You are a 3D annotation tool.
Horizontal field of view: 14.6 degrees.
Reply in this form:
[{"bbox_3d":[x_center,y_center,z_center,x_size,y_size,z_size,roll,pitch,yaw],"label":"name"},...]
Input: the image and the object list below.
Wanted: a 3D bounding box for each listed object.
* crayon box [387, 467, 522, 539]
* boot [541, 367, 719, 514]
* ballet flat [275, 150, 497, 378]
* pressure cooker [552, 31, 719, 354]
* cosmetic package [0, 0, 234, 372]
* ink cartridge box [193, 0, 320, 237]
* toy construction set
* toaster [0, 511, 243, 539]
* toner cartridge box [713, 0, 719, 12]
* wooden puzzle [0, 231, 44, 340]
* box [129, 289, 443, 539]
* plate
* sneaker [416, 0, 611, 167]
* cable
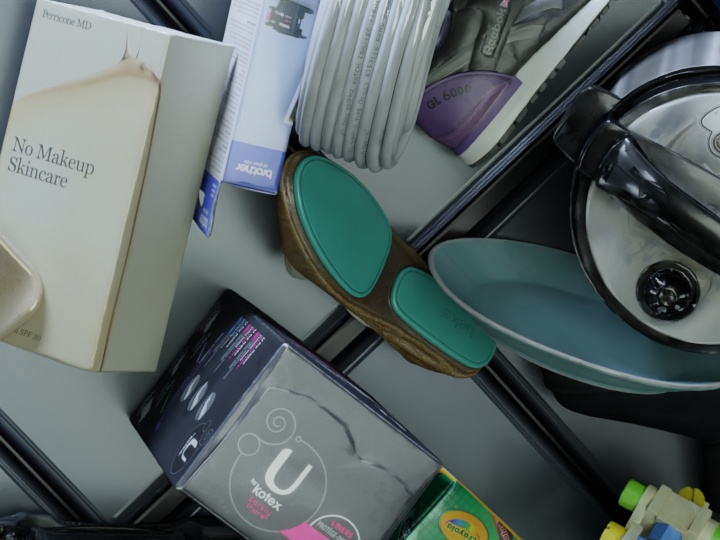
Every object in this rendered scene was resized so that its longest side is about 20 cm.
[{"bbox_3d":[0.054,0.163,1.678,0.119,0.200,0.058,44,87,-14],"label":"crayon box"},{"bbox_3d":[0.221,0.118,1.770,0.199,0.076,0.169,-8,108,0],"label":"boot"},{"bbox_3d":[0.000,0.000,1.695,0.200,0.072,0.068,39,62,-34],"label":"ballet flat"},{"bbox_3d":[0.212,-0.042,1.662,0.175,0.200,0.179,-8,103,11],"label":"pressure cooker"},{"bbox_3d":[-0.154,-0.049,1.644,0.103,0.073,0.201,16,97,29],"label":"cosmetic package"},{"bbox_3d":[-0.059,-0.120,1.652,0.042,0.119,0.201,14,96,-12],"label":"ink cartridge box"},{"bbox_3d":[0.166,0.201,1.730,0.092,0.200,0.131,35,55,1],"label":"toy construction set"},{"bbox_3d":[-0.152,0.220,1.689,0.199,0.114,0.130,2,100,-14],"label":"toaster"},{"bbox_3d":[0.281,-0.163,1.758,0.095,0.043,0.200,-34,103,-4],"label":"toner cartridge box"},{"bbox_3d":[-0.310,-0.005,1.616,0.185,0.046,0.200,-35,104,24],"label":"wooden puzzle"},{"bbox_3d":[-0.048,0.100,1.646,0.122,0.200,0.106,37,89,-14],"label":"box"},{"bbox_3d":[0.131,0.032,1.680,0.200,0.200,0.026,14,108,-14],"label":"plate"},{"bbox_3d":[0.097,-0.166,1.705,0.087,0.076,0.200,38,89,-9],"label":"sneaker"},{"bbox_3d":[0.015,-0.158,1.600,0.069,0.200,0.201,16,92,1],"label":"cable"}]
